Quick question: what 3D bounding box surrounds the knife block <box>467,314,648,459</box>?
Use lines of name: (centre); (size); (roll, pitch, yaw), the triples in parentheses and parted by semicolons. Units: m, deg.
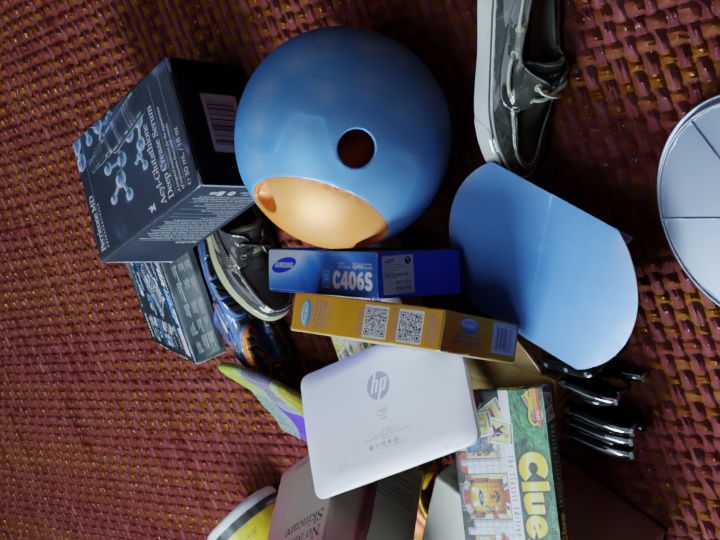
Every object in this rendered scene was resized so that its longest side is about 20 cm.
knife block: (0.179, 0.121, 1.248); (0.176, 0.064, 0.200); (54, 141, 9)

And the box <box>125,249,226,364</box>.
box: (-0.243, 0.005, 1.623); (0.158, 0.046, 0.202); (14, 125, 60)

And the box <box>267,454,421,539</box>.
box: (-0.025, 0.291, 1.352); (0.108, 0.201, 0.128); (32, 134, -21)

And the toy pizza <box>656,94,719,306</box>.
toy pizza: (0.319, -0.046, 1.013); (0.199, 0.032, 0.202); (28, 133, 35)

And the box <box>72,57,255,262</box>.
box: (-0.207, -0.115, 1.426); (0.199, 0.106, 0.150); (-32, 69, 41)

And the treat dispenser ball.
treat dispenser ball: (-0.016, -0.121, 1.195); (0.200, 0.200, 0.203); (26, 132, 34)

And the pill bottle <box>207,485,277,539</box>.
pill bottle: (-0.095, 0.388, 1.684); (0.200, 0.114, 0.115); (49, 141, 12)

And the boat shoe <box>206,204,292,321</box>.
boat shoe: (-0.136, -0.037, 1.485); (0.201, 0.073, 0.065); (57, 147, 2)

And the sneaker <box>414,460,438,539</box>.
sneaker: (0.046, 0.207, 1.462); (0.077, 0.073, 0.201); (-27, 100, 36)

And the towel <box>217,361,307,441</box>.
towel: (-0.073, 0.170, 1.526); (0.199, 0.023, 0.144); (21, 157, 48)

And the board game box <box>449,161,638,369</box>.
board game box: (0.167, -0.009, 1.152); (0.199, 0.039, 0.159); (32, 136, 30)

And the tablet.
tablet: (0.024, 0.132, 1.271); (0.199, 0.014, 0.132); (-25, 62, 31)

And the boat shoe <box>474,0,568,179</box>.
boat shoe: (0.138, -0.166, 1.102); (0.063, 0.070, 0.202); (18, 125, 41)

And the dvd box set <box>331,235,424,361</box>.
dvd box set: (0.014, 0.048, 1.355); (0.146, 0.029, 0.202); (-43, 61, 51)

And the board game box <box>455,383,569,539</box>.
board game box: (0.140, 0.209, 1.211); (0.104, 0.023, 0.203); (-9, 87, 34)

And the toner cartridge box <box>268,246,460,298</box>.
toner cartridge box: (0.000, 0.000, 1.248); (0.199, 0.094, 0.044); (3, 93, 57)

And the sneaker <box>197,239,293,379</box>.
sneaker: (-0.151, 0.037, 1.553); (0.078, 0.075, 0.202); (0, 112, 51)

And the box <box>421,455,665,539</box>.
box: (0.177, 0.265, 1.294); (0.199, 0.127, 0.110); (34, 134, 28)

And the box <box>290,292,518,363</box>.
box: (0.031, 0.050, 1.201); (0.198, 0.118, 0.042); (8, 87, 40)
